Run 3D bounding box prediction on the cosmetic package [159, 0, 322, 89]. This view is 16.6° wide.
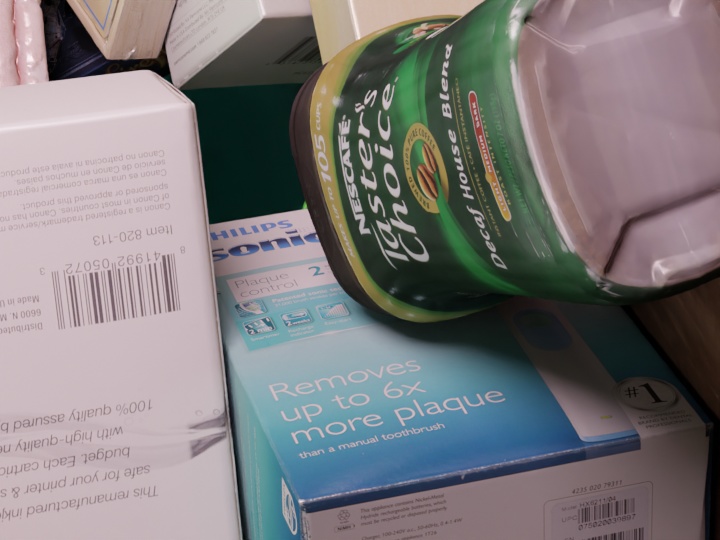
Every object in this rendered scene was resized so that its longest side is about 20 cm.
[{"bbox_3d":[-0.036,-0.184,1.021,0.085,0.107,0.200,-31,68,54],"label":"cosmetic package"}]

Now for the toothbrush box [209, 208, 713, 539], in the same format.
[{"bbox_3d":[0.023,0.052,0.898,0.200,0.146,0.085,-120,25,-59],"label":"toothbrush box"}]

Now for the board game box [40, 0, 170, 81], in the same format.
[{"bbox_3d":[-0.129,-0.169,1.104,0.135,0.035,0.200,-25,64,36],"label":"board game box"}]

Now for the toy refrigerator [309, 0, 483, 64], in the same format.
[{"bbox_3d":[0.012,-0.156,0.941,0.070,0.076,0.201,140,118,-75],"label":"toy refrigerator"}]

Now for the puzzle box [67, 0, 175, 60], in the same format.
[{"bbox_3d":[-0.094,-0.202,0.987,0.133,0.025,0.200,53,137,38],"label":"puzzle box"}]

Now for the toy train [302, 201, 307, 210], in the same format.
[{"bbox_3d":[0.000,0.000,1.016,0.042,0.056,0.200,31,104,52],"label":"toy train"}]

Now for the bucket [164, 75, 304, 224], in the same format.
[{"bbox_3d":[-0.106,-0.033,1.204,0.135,0.207,0.208,-20,77,32],"label":"bucket"}]

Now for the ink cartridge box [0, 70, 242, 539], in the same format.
[{"bbox_3d":[-0.126,0.040,0.878,0.083,0.146,0.201,-138,42,-71],"label":"ink cartridge box"}]

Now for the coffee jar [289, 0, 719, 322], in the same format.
[{"bbox_3d":[0.047,-0.038,0.795,0.200,0.085,0.105,-10,99,69],"label":"coffee jar"}]

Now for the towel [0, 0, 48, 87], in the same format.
[{"bbox_3d":[-0.185,-0.104,1.084,0.200,0.032,0.191,140,127,-58],"label":"towel"}]
